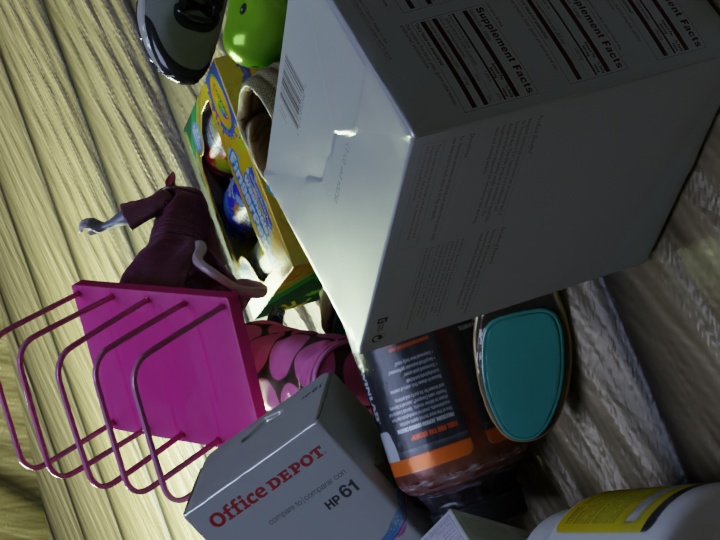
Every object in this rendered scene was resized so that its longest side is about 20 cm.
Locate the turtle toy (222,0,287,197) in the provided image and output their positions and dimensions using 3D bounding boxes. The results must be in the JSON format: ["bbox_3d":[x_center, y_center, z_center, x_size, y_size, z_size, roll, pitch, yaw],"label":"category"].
[{"bbox_3d":[-0.045,-0.133,1.321,0.146,0.100,0.202,-15,92,69],"label":"turtle toy"}]

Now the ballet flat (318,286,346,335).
[{"bbox_3d":[0.000,0.000,1.374,0.070,0.069,0.200,66,159,17],"label":"ballet flat"}]

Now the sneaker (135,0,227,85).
[{"bbox_3d":[-0.142,-0.261,1.441,0.079,0.073,0.203,-5,75,59],"label":"sneaker"}]

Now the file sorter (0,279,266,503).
[{"bbox_3d":[-0.195,0.101,1.377,0.198,0.125,0.141,4,114,41],"label":"file sorter"}]

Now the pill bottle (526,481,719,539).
[{"bbox_3d":[0.175,0.187,0.993,0.200,0.113,0.116,-25,83,69],"label":"pill bottle"}]

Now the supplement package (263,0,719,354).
[{"bbox_3d":[0.070,-0.088,0.931,0.148,0.198,0.192,61,155,29],"label":"supplement package"}]

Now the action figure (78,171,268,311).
[{"bbox_3d":[-0.171,-0.026,1.518,0.149,0.133,0.201,-44,34,36],"label":"action figure"}]

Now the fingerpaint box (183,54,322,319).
[{"bbox_3d":[-0.085,-0.078,1.503,0.202,0.073,0.167,69,159,11],"label":"fingerpaint box"}]

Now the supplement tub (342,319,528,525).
[{"bbox_3d":[0.059,0.093,1.226,0.107,0.106,0.202,-31,76,68],"label":"supplement tub"}]

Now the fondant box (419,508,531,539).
[{"bbox_3d":[0.129,0.265,1.133,0.058,0.144,0.201,-47,51,16],"label":"fondant box"}]

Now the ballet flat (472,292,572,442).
[{"bbox_3d":[0.107,0.016,1.133,0.063,0.068,0.202,-82,-14,-71],"label":"ballet flat"}]

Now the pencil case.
[{"bbox_3d":[-0.042,0.084,1.387,0.199,0.093,0.092,10,91,63],"label":"pencil case"}]

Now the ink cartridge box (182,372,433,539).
[{"bbox_3d":[-0.018,0.201,1.278,0.200,0.144,0.085,49,-159,-12],"label":"ink cartridge box"}]

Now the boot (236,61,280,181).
[{"bbox_3d":[-0.007,-0.105,1.140,0.073,0.155,0.201,44,163,22],"label":"boot"}]
